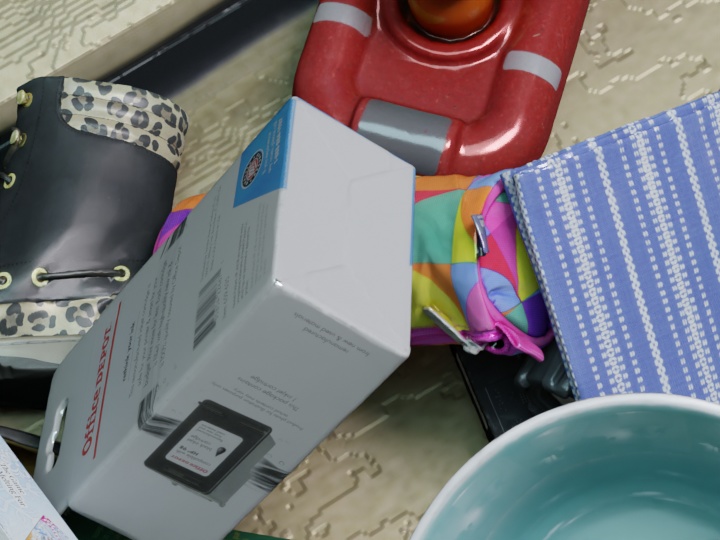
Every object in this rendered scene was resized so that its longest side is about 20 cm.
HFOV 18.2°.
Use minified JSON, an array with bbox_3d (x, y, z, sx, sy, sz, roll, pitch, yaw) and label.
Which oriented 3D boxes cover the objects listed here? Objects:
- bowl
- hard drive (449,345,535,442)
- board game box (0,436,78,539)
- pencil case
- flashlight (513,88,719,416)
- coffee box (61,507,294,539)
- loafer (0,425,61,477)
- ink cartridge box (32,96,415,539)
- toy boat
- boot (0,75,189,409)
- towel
[{"bbox_3d":[0.112,0.150,0.880,0.199,0.105,0.202,-1,86,8],"label":"bowl"},{"bbox_3d":[0.154,0.049,1.053,0.199,0.038,0.140,-22,69,-4],"label":"hard drive"},{"bbox_3d":[-0.207,0.153,0.955,0.199,0.043,0.201,47,113,35],"label":"board game box"},{"bbox_3d":[0.000,0.000,1.016,0.199,0.088,0.089,-2,65,37],"label":"pencil case"},{"bbox_3d":[0.146,-0.012,1.022,0.068,0.068,0.201,30,75,9],"label":"flashlight"},{"bbox_3d":[-0.079,0.173,0.985,0.198,0.044,0.124,7,109,8],"label":"coffee box"},{"bbox_3d":[-0.197,0.094,1.040,0.198,0.072,0.073,4,69,5],"label":"loafer"},{"bbox_3d":[-0.060,0.038,0.941,0.066,0.200,0.116,28,38,-21],"label":"ink cartridge box"},{"bbox_3d":[0.043,-0.141,1.083,0.130,0.131,0.201,14,70,9],"label":"toy boat"},{"bbox_3d":[-0.181,-0.016,1.084,0.202,0.074,0.155,5,67,-1],"label":"boot"},{"bbox_3d":[0.164,-0.007,0.989,0.199,0.024,0.146,-21,96,-25],"label":"towel"}]
